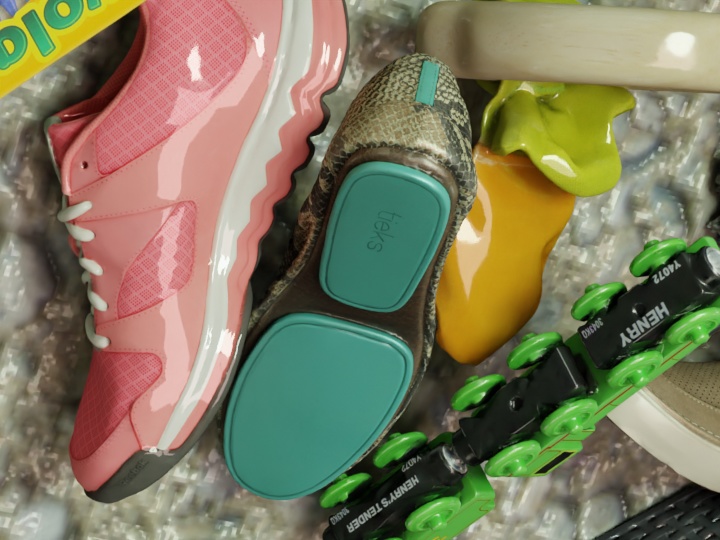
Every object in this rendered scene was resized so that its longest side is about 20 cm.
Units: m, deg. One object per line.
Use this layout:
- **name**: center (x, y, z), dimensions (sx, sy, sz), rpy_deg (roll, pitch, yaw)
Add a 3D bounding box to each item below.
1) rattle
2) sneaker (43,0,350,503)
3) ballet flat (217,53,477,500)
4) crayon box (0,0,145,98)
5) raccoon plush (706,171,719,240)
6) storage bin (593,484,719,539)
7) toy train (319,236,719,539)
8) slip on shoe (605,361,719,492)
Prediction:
- **rattle**: center (0.117, -0.035, 0.998), dimensions (0.130, 0.200, 0.143), rpy_deg (34, 66, -63)
- **sneaker**: center (-0.076, -0.020, 0.996), dimensions (0.087, 0.074, 0.200), rpy_deg (18, 98, -17)
- **ballet flat**: center (0.000, 0.000, 1.022), dimensions (0.068, 0.075, 0.200), rpy_deg (18, 137, -4)
- **crayon box**: center (-0.115, -0.134, 0.922), dimensions (0.200, 0.058, 0.119), rpy_deg (-36, 123, -13)
- **raccoon plush**: center (0.234, -0.026, 1.117), dimensions (0.200, 0.134, 0.097), rpy_deg (-22, 119, -20)
- **storage bin**: center (0.110, 0.192, 1.161), dimensions (0.200, 0.094, 0.135), rpy_deg (-26, 120, -18)
- **toy train**: center (0.065, 0.052, 1.055), dimensions (0.200, 0.042, 0.056), rpy_deg (-38, 156, 27)
- **slip on shoe**: center (0.161, 0.057, 1.144), dimensions (0.200, 0.076, 0.061), rpy_deg (25, 103, -37)
